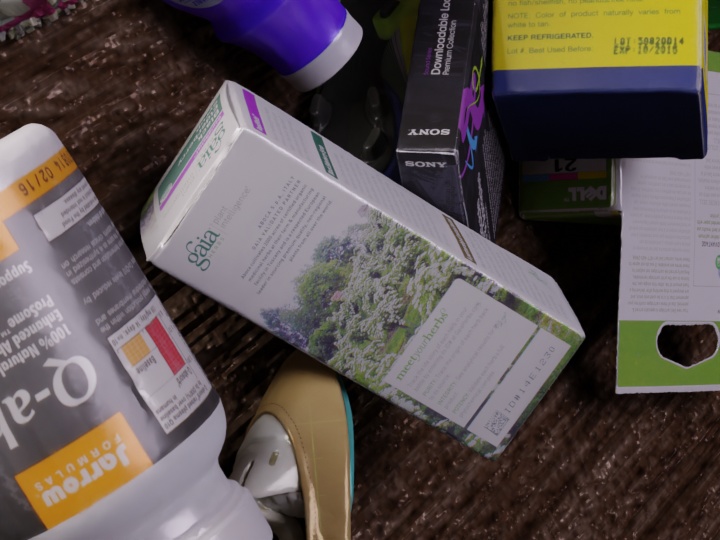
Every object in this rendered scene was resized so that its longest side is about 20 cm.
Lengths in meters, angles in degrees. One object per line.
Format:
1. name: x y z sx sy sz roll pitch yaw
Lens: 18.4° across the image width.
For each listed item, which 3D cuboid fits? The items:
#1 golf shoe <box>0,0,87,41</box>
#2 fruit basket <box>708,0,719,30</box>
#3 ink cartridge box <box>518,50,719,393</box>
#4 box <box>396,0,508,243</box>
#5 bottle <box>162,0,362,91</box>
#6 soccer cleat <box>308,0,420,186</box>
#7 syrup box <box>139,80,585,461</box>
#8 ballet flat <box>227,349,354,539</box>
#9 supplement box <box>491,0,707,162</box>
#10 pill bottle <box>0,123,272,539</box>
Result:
1. golf shoe: -0.176 -0.145 0.991 0.200 0.075 0.092 -30 91 -51
2. fruit basket: 0.179 -0.246 1.438 0.185 0.094 0.200 -12 65 -50
3. ink cartridge box: 0.164 -0.030 1.311 0.148 0.076 0.201 2 88 -48
4. box: 0.053 -0.091 1.172 0.143 0.036 0.201 78 16 -50
5. bottle: -0.081 -0.171 1.099 0.200 0.083 0.065 45 45 -24
6. soccer cleat: 0.009 -0.098 1.194 0.084 0.064 0.201 70 23 -45
7. syrup box: 0.000 0.000 1.053 0.200 0.079 0.081 31 14 -17
8. ballet flat: -0.034 0.126 1.022 0.063 0.069 0.201 7 65 -30
9. supplement box: 0.131 -0.169 1.193 0.110 0.108 0.201 57 34 -72
10. pill bottle: -0.126 0.050 0.915 0.200 0.116 0.116 59 40 -8
